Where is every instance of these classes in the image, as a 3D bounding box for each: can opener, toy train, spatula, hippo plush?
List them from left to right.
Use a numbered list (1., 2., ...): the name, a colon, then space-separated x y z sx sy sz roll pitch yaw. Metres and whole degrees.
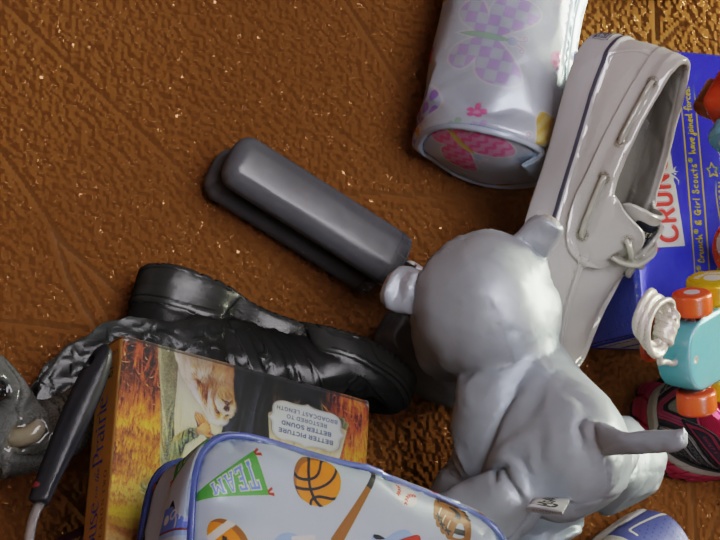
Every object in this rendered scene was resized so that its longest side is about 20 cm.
1. spatula: -0.155 0.129 1.422 0.020 0.056 0.201 21 76 -22
2. can opener: 0.000 0.000 1.629 0.200 0.053 0.067 37 64 -14
3. hippo plush: 0.063 0.068 1.544 0.159 0.200 0.161 -28 79 -1
4. toy train: 0.190 -0.021 1.625 0.150 0.055 0.200 51 58 -43

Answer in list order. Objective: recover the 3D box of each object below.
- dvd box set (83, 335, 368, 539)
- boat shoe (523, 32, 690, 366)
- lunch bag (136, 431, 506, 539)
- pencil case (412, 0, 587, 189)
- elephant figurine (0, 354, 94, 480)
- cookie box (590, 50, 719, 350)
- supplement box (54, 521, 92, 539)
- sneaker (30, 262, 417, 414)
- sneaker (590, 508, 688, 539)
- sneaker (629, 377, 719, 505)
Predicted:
1. dvd box set: -0.067 0.143 1.449 0.146 0.029 0.201 17 61 -25
2. boat shoe: 0.137 -0.029 1.636 0.072 0.066 0.201 19 86 -59
3. lunch bag: -0.023 0.171 1.399 0.199 0.076 0.161 18 62 -26
4. pencil case: 0.092 -0.147 1.696 0.090 0.083 0.201 11 69 11
5. elephant figurine: -0.228 0.080 1.457 0.200 0.141 0.155 -59 140 -30
6. cookie box: 0.225 -0.038 1.742 0.199 0.075 0.172 4 77 -27
7. supplement box: -0.087 0.211 1.497 0.200 0.109 0.061 34 61 -16
8. sneaker: -0.073 0.066 1.573 0.199 0.060 0.105 23 66 -15
9. sneaker: 0.154 0.202 1.596 0.081 0.115 0.199 58 41 -11
10. sneaker: 0.258 0.099 1.725 0.199 0.075 0.081 5 75 -27
